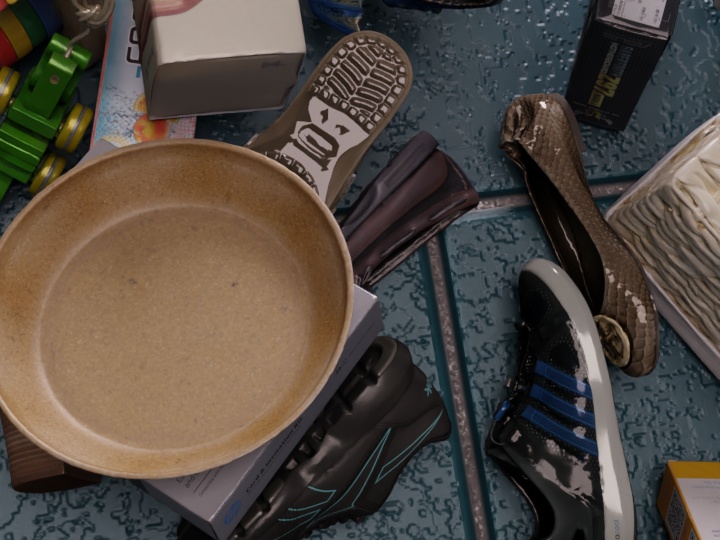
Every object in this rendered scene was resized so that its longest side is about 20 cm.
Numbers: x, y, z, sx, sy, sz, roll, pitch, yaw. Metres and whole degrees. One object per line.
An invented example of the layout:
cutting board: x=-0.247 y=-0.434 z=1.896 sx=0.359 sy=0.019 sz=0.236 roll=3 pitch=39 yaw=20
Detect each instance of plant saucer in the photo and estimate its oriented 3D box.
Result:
plant saucer: x=-0.102 y=0.022 z=0.823 sx=0.200 sy=0.035 sz=0.200 roll=-2 pitch=62 yaw=4

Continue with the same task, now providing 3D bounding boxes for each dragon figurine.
dragon figurine: x=0.001 y=-0.187 z=0.981 sx=0.099 sy=0.059 sz=0.200 roll=-19 pitch=42 yaw=-29

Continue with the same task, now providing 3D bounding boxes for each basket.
basket: x=0.271 y=-0.008 z=0.981 sx=0.136 sy=0.123 sz=0.200 roll=-40 pitch=85 yaw=-16

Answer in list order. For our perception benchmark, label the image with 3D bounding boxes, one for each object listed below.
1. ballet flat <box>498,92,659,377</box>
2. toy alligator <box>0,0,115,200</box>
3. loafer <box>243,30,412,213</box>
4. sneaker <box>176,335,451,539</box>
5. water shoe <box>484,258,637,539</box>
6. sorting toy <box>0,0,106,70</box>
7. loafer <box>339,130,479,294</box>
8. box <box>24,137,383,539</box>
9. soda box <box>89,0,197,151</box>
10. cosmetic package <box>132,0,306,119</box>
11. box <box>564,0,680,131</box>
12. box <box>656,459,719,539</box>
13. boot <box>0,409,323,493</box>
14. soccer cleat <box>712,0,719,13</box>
ballet flat: x=0.136 y=-0.023 z=0.992 sx=0.046 sy=0.067 sz=0.200 roll=-13 pitch=74 yaw=-25
toy alligator: x=-0.187 y=-0.107 z=0.926 sx=0.059 sy=0.200 sz=0.054 roll=27 pitch=37 yaw=-14
loafer: x=-0.040 y=-0.061 z=0.978 sx=0.076 sy=0.068 sz=0.200 roll=44 pitch=91 yaw=5
sneaker: x=-0.028 y=0.132 z=0.930 sx=0.200 sy=0.075 sz=0.079 roll=-43 pitch=118 yaw=0
water shoe: x=0.114 y=0.091 z=0.962 sx=0.079 sy=0.072 sz=0.200 roll=-11 pitch=79 yaw=-9
sorting toy: x=-0.241 y=-0.212 z=0.909 sx=0.070 sy=0.200 sz=0.199 roll=-40 pitch=86 yaw=-14
loafer: x=0.000 y=0.000 z=0.968 sx=0.063 sy=0.072 sz=0.200 roll=41 pitch=72 yaw=-3
box: x=-0.112 y=0.033 z=0.862 sx=0.200 sy=0.041 sz=0.156 roll=30 pitch=68 yaw=20
soda box: x=-0.127 y=-0.154 z=0.981 sx=0.064 sy=0.068 sz=0.200 roll=8 pitch=76 yaw=-7
cosmetic package: x=-0.094 y=-0.200 z=0.909 sx=0.087 sy=0.103 sz=0.200 roll=-7 pitch=77 yaw=-13
box: x=0.184 y=-0.210 z=0.995 sx=0.051 sy=0.158 sz=0.200 roll=16 pitch=75 yaw=3
box: x=0.259 y=0.190 z=0.914 sx=0.119 sy=0.041 sz=0.200 roll=3 pitch=33 yaw=-8
boot: x=-0.125 y=0.041 z=0.920 sx=0.200 sy=0.077 sz=0.155 roll=-13 pitch=71 yaw=18
soccer cleat: x=0.337 y=-0.155 z=1.052 sx=0.200 sy=0.070 sz=0.086 roll=8 pitch=76 yaw=-7
